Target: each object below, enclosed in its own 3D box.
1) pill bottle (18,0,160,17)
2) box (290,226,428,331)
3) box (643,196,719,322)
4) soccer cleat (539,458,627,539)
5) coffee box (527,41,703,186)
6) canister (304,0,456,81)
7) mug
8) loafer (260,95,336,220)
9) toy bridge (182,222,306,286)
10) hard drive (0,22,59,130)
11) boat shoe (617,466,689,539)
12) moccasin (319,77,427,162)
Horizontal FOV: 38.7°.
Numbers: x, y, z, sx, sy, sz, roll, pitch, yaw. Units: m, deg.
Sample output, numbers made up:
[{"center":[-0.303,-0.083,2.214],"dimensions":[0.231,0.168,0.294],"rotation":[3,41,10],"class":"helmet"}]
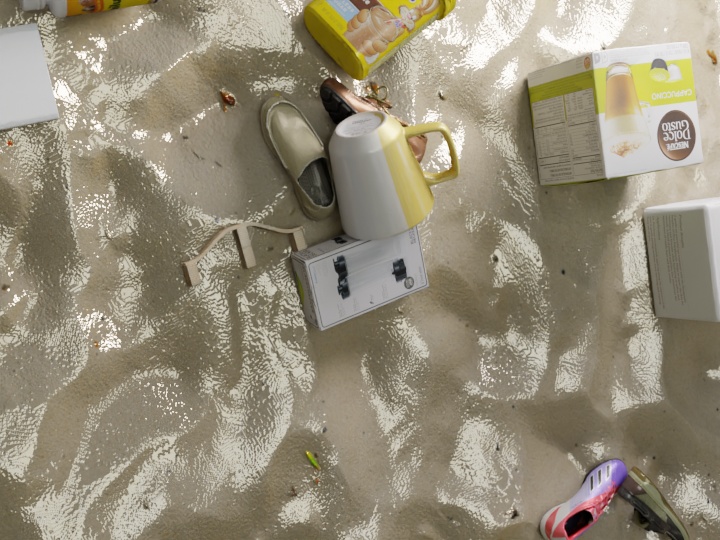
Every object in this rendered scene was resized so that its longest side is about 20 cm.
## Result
[{"center":[-0.373,-0.412,1.410],"dimensions":[0.197,0.109,0.111],"rotation":[-15,96,-21],"class":"pill bottle"},{"center":[0.000,0.000,1.582],"dimensions":[0.197,0.060,0.119],"rotation":[-22,113,-21],"class":"box"},{"center":[0.635,-0.027,1.802],"dimensions":[0.197,0.171,0.203],"rotation":[-10,94,-22],"class":"box"},{"center":[0.397,0.399,1.756],"dimensions":[0.199,0.073,0.069],"rotation":[-34,102,-20],"class":"soccer cleat"},{"center":[0.417,-0.253,1.694],"dimensions":[0.196,0.199,0.202],"rotation":[-10,94,-22],"class":"coffee box"},{"center":[0.029,-0.404,1.574],"dimensions":[0.199,0.087,0.149],"rotation":[-41,78,-15],"class":"canister"},{"center":[0.035,-0.161,1.539],"dimensions":[0.185,0.149,0.155],"rotation":[-34,123,-22],"class":"mug"},{"center":[-0.085,-0.173,1.554],"dimensions":[0.075,0.068,0.202],"rotation":[-31,102,-19],"class":"loafer"},{"center":[-0.174,-0.037,1.539],"dimensions":[0.197,0.027,0.068],"rotation":[-19,97,-23],"class":"toy bridge"},{"center":[-0.525,-0.253,1.391],"dimensions":[0.197,0.026,0.134],"rotation":[-15,96,-22],"class":"hard drive"},{"center":[0.512,0.425,1.807],"dimensions":[0.066,0.072,0.201],"rotation":[-39,120,2],"class":"boat shoe"},{"center":[0.024,-0.240,1.598],"dimensions":[0.199,0.073,0.079],"rotation":[30,70,-17],"class":"moccasin"}]
